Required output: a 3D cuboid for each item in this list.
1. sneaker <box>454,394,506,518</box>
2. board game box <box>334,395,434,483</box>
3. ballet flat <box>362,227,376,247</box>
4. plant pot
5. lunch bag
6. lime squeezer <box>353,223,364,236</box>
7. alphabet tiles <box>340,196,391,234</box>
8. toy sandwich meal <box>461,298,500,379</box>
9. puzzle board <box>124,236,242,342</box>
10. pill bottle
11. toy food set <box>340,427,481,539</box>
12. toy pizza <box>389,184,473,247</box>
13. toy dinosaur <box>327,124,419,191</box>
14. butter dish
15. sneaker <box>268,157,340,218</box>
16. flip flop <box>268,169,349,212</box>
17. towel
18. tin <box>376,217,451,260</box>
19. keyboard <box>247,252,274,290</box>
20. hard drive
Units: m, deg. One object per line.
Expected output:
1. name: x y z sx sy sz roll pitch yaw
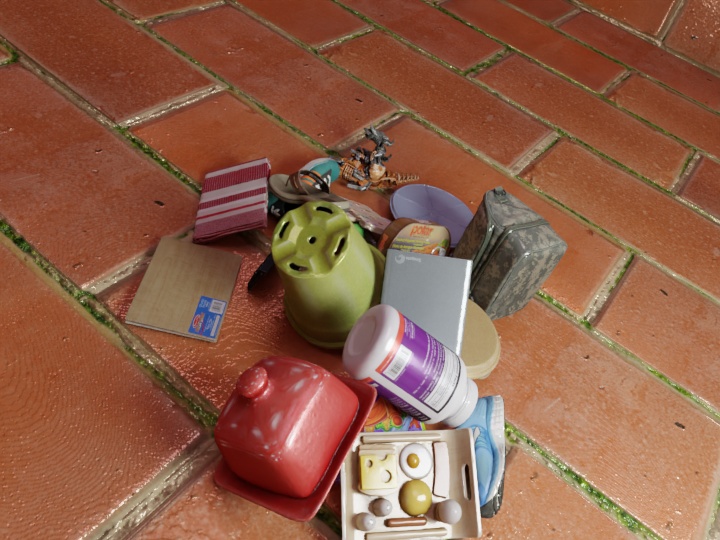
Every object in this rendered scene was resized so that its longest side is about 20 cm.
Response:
1. sneaker: 0.173 0.277 1.005 0.087 0.080 0.202 1 38 9
2. board game box: -0.002 0.239 0.988 0.195 0.045 0.136 2 45 -18
3. ballet flat: 0.000 0.000 1.225 0.070 0.073 0.203 16 44 -2
4. plant pot: -0.055 -0.005 1.062 0.195 0.185 0.205 -6 62 11
5. lunch bag: 0.256 -0.030 1.245 0.137 0.202 0.169 -11 52 -31
6. lime squeezer: -0.034 -0.060 1.239 0.198 0.072 0.037 30 -1 45
7. alphabet tiles: 0.011 -0.105 1.295 0.192 0.015 0.200 16 15 -30
8. toy sandwich meal: 0.144 0.115 1.154 0.200 0.071 0.208 12 45 -12
9. puzzle board: -0.291 0.030 1.127 0.147 0.018 0.203 14 43 -7
10. pill bottle: 0.076 0.144 0.966 0.198 0.112 0.114 36 36 -23
11. toy food set: 0.065 0.290 0.904 0.195 0.060 0.147 3 72 -17
12. toy pizza: 0.152 -0.111 1.410 0.195 0.032 0.203 13 40 -11
13. toy dinosaur: 0.025 -0.221 1.461 0.196 0.102 0.139 23 54 -21
14. butter dish: -0.109 0.183 0.865 0.196 0.149 0.202 6 50 38
15. sneaker: -0.108 -0.159 1.349 0.198 0.072 0.080 -31 61 -30
16. flip flop: -0.094 -0.151 1.224 0.080 0.059 0.198 -18 30 -37
17. towel: -0.241 -0.136 1.275 0.140 0.023 0.203 -12 44 7
18. tin: 0.098 -0.039 1.233 0.042 0.114 0.198 35 20 33
19. keyboard: -0.131 -0.052 1.188 0.021 0.127 0.201 41 43 -8
20. hard drive: 0.096 0.075 1.053 0.136 0.206 0.033 7 0 -1
